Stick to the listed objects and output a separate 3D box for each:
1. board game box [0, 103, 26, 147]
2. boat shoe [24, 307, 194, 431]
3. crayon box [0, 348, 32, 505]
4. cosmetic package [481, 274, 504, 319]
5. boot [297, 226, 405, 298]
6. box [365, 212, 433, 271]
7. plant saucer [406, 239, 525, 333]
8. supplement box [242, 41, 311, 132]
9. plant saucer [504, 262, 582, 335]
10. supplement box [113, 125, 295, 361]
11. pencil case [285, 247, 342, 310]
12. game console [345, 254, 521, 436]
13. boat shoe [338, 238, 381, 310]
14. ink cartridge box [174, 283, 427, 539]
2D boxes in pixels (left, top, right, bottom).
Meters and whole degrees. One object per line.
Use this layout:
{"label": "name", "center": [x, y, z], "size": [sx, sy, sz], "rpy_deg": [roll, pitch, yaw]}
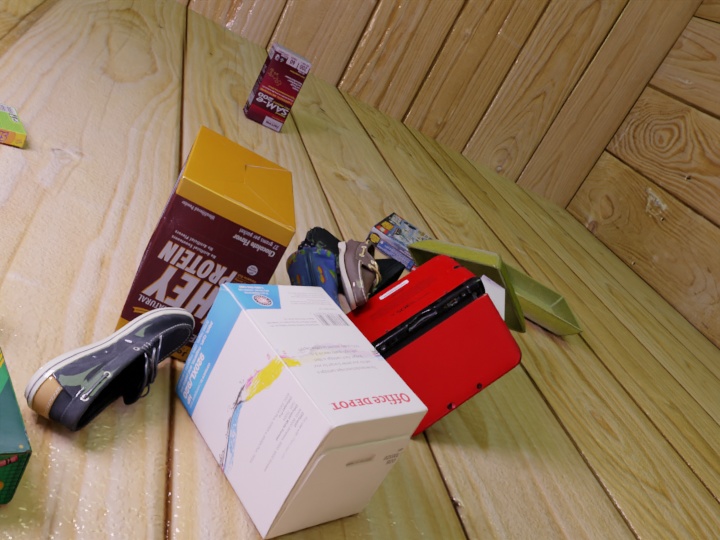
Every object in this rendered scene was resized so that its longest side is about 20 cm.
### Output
{"label": "board game box", "center": [-0.583, -0.229, 0.953], "size": [0.198, 0.030, 0.096], "rpy_deg": [14, 26, -46]}
{"label": "boat shoe", "center": [-0.225, 0.094, 0.659], "size": [0.062, 0.075, 0.199], "rpy_deg": [36, 27, 12]}
{"label": "crayon box", "center": [-0.348, 0.108, 0.468], "size": [0.197, 0.059, 0.119], "rpy_deg": [9, 30, -46]}
{"label": "cosmetic package", "center": [0.170, 0.107, 1.082], "size": [0.051, 0.153, 0.200], "rpy_deg": [30, 21, 2]}
{"label": "boot", "center": [-0.017, -0.014, 1.208], "size": [0.161, 0.074, 0.198], "rpy_deg": [36, 25, 12]}
{"label": "box", "center": [0.099, -0.065, 1.535], "size": [0.136, 0.040, 0.200], "rpy_deg": [35, 20, 6]}
{"label": "plant saucer", "center": [0.204, 0.018, 1.245], "size": [0.197, 0.048, 0.201], "rpy_deg": [16, -29, 39]}
{"label": "supplement box", "center": [-0.223, -0.487, 1.808], "size": [0.107, 0.202, 0.061], "rpy_deg": [19, 24, -28]}
{"label": "plant saucer", "center": [0.423, 0.076, 1.644], "size": [0.197, 0.048, 0.200], "rpy_deg": [30, 20, -8]}
{"label": "supplement box", "center": [-0.181, -0.030, 0.817], "size": [0.131, 0.202, 0.198], "rpy_deg": [24, 21, -18]}
{"label": "pencil case", "center": [-0.057, 0.051, 0.933], "size": [0.076, 0.088, 0.202], "rpy_deg": [-5, 42, -10]}
{"label": "game console", "center": [0.091, 0.097, 0.949], "size": [0.120, 0.198, 0.172], "rpy_deg": [64, -11, -28]}
{"label": "boat shoe", "center": [0.000, 0.000, 1.028], "size": [0.058, 0.074, 0.201], "rpy_deg": [-10, 18, 1]}
{"label": "ink cartridge box", "center": [-0.065, 0.133, 0.691], "size": [0.145, 0.146, 0.200], "rpy_deg": [6, 32, -48]}
